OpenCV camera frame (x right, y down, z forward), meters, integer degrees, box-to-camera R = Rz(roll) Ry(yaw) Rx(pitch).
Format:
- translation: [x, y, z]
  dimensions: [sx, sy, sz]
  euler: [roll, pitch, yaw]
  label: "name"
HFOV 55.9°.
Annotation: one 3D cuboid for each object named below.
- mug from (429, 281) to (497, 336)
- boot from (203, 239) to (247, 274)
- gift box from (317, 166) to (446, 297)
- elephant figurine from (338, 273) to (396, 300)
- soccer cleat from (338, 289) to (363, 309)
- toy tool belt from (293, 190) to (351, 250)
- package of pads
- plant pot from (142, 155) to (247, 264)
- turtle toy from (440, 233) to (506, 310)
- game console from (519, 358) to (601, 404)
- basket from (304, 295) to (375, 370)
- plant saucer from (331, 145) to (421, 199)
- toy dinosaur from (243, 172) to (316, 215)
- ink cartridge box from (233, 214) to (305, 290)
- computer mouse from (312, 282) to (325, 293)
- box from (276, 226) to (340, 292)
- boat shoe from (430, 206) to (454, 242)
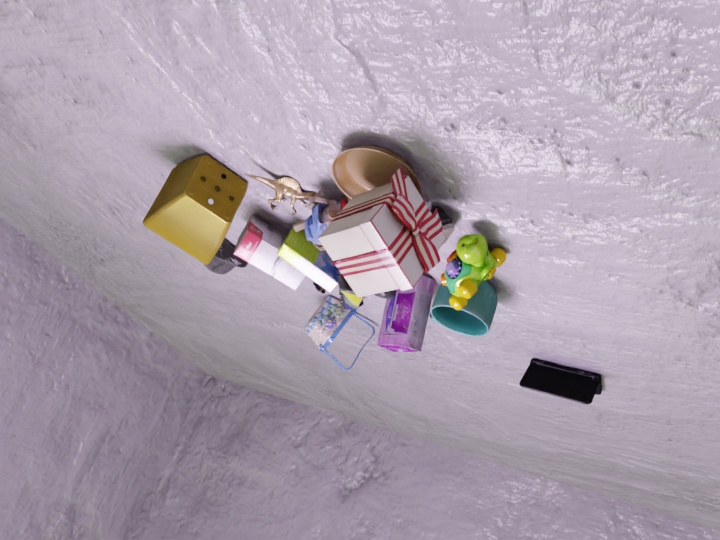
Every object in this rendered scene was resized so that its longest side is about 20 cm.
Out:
- translation: [0.248, 0.073, 1.681]
  dimensions: [0.182, 0.116, 0.152]
  euler: [11, 154, 30]
  label: "mug"
- translation: [-0.468, -0.051, 2.201]
  dimensions: [0.181, 0.073, 0.199]
  euler: [40, 160, -27]
  label: "boot"
- translation: [0.055, -0.082, 1.365]
  dimensions: [0.185, 0.201, 0.185]
  euler: [-12, 126, 46]
  label: "gift box"
- translation: [0.000, 0.000, 1.733]
  dimensions: [0.197, 0.144, 0.156]
  euler: [14, 161, 14]
  label: "elephant figurine"
- translation: [-0.024, 0.052, 1.996]
  dimensions: [0.082, 0.066, 0.201]
  euler: [-7, 150, -3]
  label: "soccer cleat"
- translation: [-0.082, -0.122, 1.563]
  dimensions: [0.121, 0.127, 0.200]
  euler: [6, 160, -15]
  label: "toy tool belt"
- translation: [0.120, 0.112, 1.778]
  dimensions: [0.075, 0.203, 0.119]
  euler: [25, 161, -37]
  label: "package of pads"
- translation: [-0.400, -0.172, 1.725]
  dimensions: [0.199, 0.202, 0.176]
  euler: [34, 144, -22]
  label: "plant pot"
- translation: [0.243, -0.011, 1.504]
  dimensions: [0.101, 0.146, 0.201]
  euler: [43, 159, 11]
  label: "turtle toy"
- translation: [0.565, 0.332, 1.909]
  dimensions: [0.197, 0.118, 0.177]
  euler: [12, 154, 28]
  label: "game console"
- translation: [-0.070, 0.198, 2.178]
  dimensions: [0.199, 0.177, 0.139]
  euler: [39, 151, -6]
  label: "basket"
- translation: [0.037, -0.195, 1.407]
  dimensions: [0.197, 0.036, 0.201]
  euler: [17, 151, 10]
  label: "plant saucer"
- translation: [-0.190, -0.194, 1.649]
  dimensions: [0.197, 0.059, 0.102]
  euler: [20, 142, -8]
  label: "toy dinosaur"
- translation: [-0.237, -0.049, 1.856]
  dimensions: [0.198, 0.083, 0.147]
  euler: [32, -164, -14]
  label: "ink cartridge box"
- translation: [-0.167, 0.021, 2.082]
  dimensions: [0.058, 0.034, 0.200]
  euler: [3, 148, 40]
  label: "computer mouse"
- translation: [-0.118, -0.026, 1.799]
  dimensions: [0.199, 0.122, 0.048]
  euler: [37, 117, -9]
  label: "box"
- translation: [0.158, -0.087, 1.531]
  dimensions: [0.200, 0.072, 0.064]
  euler: [124, 124, -72]
  label: "boat shoe"
